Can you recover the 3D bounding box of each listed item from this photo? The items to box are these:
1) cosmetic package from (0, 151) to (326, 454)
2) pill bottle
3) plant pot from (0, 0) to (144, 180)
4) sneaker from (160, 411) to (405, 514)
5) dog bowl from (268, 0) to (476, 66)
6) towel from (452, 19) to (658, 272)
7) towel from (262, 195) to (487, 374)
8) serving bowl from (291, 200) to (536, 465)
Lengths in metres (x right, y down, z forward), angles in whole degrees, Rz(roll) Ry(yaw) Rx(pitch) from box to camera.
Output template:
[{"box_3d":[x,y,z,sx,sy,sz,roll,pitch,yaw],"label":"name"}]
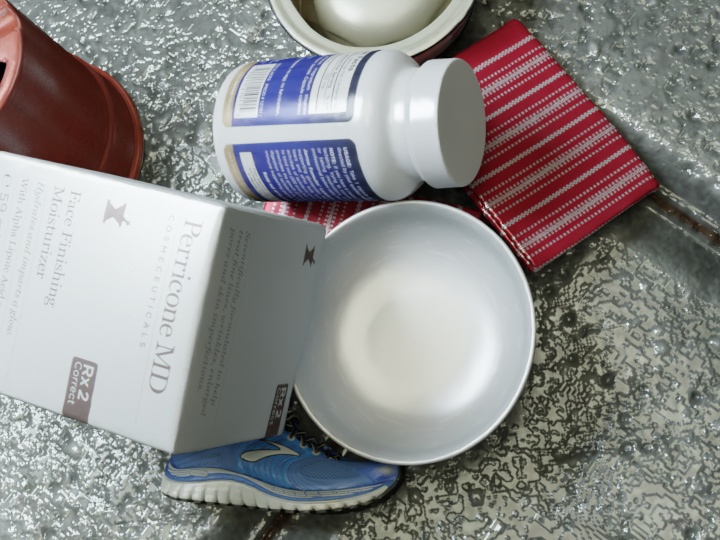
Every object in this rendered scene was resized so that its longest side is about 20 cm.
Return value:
[{"box_3d":[-0.156,0.021,0.753,0.197,0.165,0.167,13,92,23],"label":"cosmetic package"},{"box_3d":[-0.008,-0.113,0.814,0.197,0.115,0.117,2,74,30],"label":"pill bottle"},{"box_3d":[-0.313,-0.134,0.876,0.197,0.195,0.204,-2,74,8],"label":"plant pot"},{"box_3d":[-0.061,0.147,0.820,0.197,0.079,0.091,4,78,10],"label":"sneaker"},{"box_3d":[0.017,-0.260,0.921,0.197,0.074,0.203,-2,75,8],"label":"dog bowl"},{"box_3d":[0.136,-0.110,0.867,0.144,0.023,0.201,-32,73,-15],"label":"towel"},{"box_3d":[0.000,0.000,0.879,0.197,0.022,0.147,13,79,14],"label":"towel"},{"box_3d":[0.041,0.051,0.812,0.197,0.066,0.203,-2,79,12],"label":"serving bowl"}]
